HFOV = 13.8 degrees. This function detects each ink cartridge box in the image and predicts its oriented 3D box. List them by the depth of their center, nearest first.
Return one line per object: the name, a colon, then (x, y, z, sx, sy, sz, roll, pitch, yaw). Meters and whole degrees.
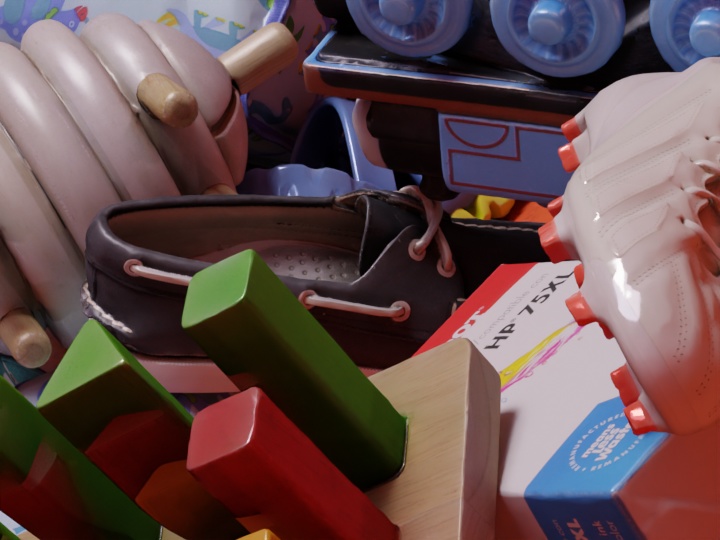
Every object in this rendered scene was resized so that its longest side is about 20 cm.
ink cartridge box: (0.062, 0.056, 0.928, 0.116, 0.067, 0.200, -45, 23, -29)

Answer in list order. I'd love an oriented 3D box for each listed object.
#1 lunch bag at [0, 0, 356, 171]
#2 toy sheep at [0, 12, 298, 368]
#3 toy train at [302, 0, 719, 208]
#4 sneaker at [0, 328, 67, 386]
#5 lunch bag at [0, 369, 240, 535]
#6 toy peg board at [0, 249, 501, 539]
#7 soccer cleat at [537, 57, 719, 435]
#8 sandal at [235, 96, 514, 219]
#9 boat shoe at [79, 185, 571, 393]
lunch bag: (-0.069, -0.104, 1.308, 0.169, 0.200, 0.128, 17, 87, 23)
toy sheep: (-0.107, -0.034, 1.142, 0.199, 0.138, 0.138, -28, 17, -11)
toy train: (0.077, -0.068, 1.002, 0.199, 0.115, 0.087, 7, 32, 21)
sneaker: (-0.135, 0.037, 1.285, 0.077, 0.080, 0.200, -22, 12, -9)
lunch bag: (-0.114, 0.105, 1.084, 0.160, 0.083, 0.200, -23, 20, 37)
toy peg board: (-0.072, 0.105, 0.832, 0.199, 0.098, 0.200, -25, 36, 26)
soccer cleat: (0.097, -0.018, 0.853, 0.077, 0.069, 0.200, -24, 19, 13)
sandal: (0.009, -0.038, 1.227, 0.079, 0.087, 0.200, -20, 21, 38)
boat shoe: (0.000, 0.000, 1.060, 0.199, 0.061, 0.074, -1, 32, -2)
